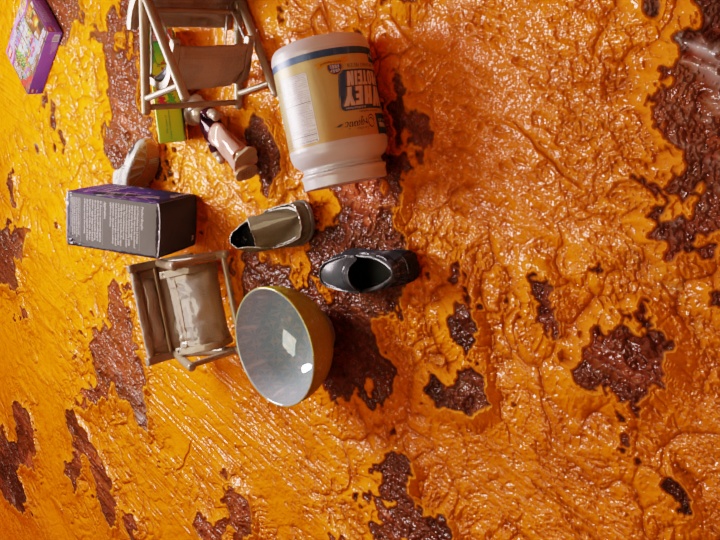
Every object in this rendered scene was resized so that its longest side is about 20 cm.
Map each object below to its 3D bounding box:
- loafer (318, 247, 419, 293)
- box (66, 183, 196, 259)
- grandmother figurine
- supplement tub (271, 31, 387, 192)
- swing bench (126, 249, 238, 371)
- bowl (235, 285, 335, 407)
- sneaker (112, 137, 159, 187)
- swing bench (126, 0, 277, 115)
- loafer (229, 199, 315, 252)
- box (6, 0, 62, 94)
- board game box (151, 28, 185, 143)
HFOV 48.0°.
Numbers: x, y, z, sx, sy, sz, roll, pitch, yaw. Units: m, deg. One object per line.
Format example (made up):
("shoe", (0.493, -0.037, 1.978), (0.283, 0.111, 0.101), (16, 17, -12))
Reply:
("loafer", (0.000, 0.000, 1.229), (0.200, 0.070, 0.069), (-5, 97, 46))
("box", (-0.431, -0.097, 1.534), (0.198, 0.148, 0.105), (8, 103, 14))
("grandmother figurine", (-0.252, -0.241, 1.432), (0.200, 0.060, 0.122), (49, 143, 28))
("supplement tub", (-0.040, -0.223, 1.157), (0.144, 0.144, 0.202), (-7, 96, 46))
("swing bench", (-0.332, 0.074, 1.540), (0.199, 0.129, 0.201), (-2, 100, 51))
("bowl", (-0.107, 0.114, 1.341), (0.199, 0.107, 0.202), (15, 112, 42))
("sneaker", (-0.472, -0.196, 1.652), (0.088, 0.075, 0.201), (46, 129, 26))
("swing bench", (-0.253, -0.364, 1.295), (0.129, 0.198, 0.202), (-4, 98, 46))
("loafer", (-0.151, -0.065, 1.366), (0.199, 0.069, 0.076), (-20, 87, 46))
("box", (-0.761, -0.529, 1.881), (0.200, 0.039, 0.137), (-48, 66, 42))
("board game box", (-0.354, -0.336, 1.479), (0.102, 0.047, 0.202), (-135, 39, -76))
